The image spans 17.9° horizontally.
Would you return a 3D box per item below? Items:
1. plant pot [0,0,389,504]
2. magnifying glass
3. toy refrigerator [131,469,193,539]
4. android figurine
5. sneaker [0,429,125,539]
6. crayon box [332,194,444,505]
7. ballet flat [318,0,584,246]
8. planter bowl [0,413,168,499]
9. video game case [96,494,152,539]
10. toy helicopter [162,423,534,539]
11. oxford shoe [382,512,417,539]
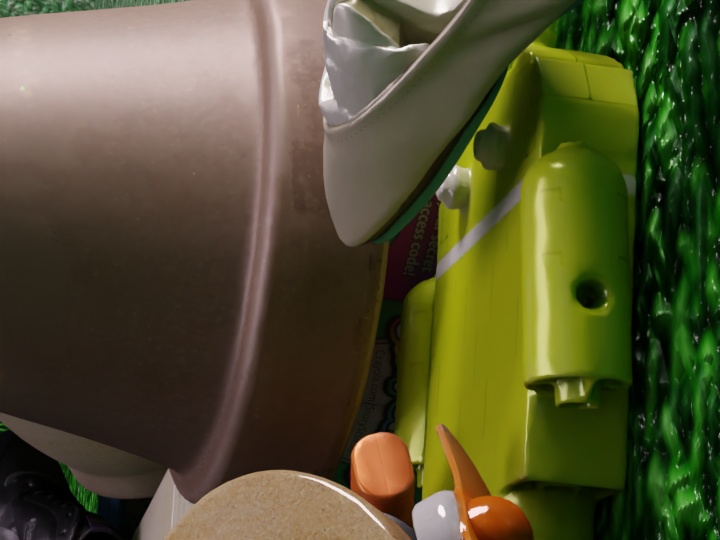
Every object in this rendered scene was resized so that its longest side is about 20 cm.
[{"bbox_3d":[-0.095,-0.017,0.814,0.200,0.174,0.201,-174,90,-74],"label":"plant pot"},{"bbox_3d":[0.008,0.123,0.775,0.200,0.022,0.080,87,172,-51],"label":"magnifying glass"},{"bbox_3d":[-0.072,0.154,1.126,0.200,0.076,0.070,123,152,-64],"label":"toy refrigerator"},{"bbox_3d":[0.048,0.014,0.707,0.182,0.041,0.200,135,139,-73],"label":"android figurine"},{"bbox_3d":[-0.150,0.146,1.179,0.088,0.076,0.200,-44,37,24],"label":"sneaker"},{"bbox_3d":[0.000,0.000,0.903,0.173,0.058,0.200,-98,19,-54],"label":"crayon box"},{"bbox_3d":[0.029,-0.084,0.656,0.200,0.069,0.070,-48,32,38],"label":"ballet flat"},{"bbox_3d":[-0.113,0.033,1.184,0.200,0.200,0.135,-109,1,-66],"label":"planter bowl"},{"bbox_3d":[-0.116,0.206,1.280,0.143,0.018,0.200,31,-118,-65],"label":"video game case"},{"bbox_3d":[0.017,0.117,0.588,0.132,0.079,0.200,-49,51,-7],"label":"toy helicopter"},{"bbox_3d":[0.006,0.173,0.683,0.084,0.073,0.200,56,-151,-77],"label":"oxford shoe"}]
